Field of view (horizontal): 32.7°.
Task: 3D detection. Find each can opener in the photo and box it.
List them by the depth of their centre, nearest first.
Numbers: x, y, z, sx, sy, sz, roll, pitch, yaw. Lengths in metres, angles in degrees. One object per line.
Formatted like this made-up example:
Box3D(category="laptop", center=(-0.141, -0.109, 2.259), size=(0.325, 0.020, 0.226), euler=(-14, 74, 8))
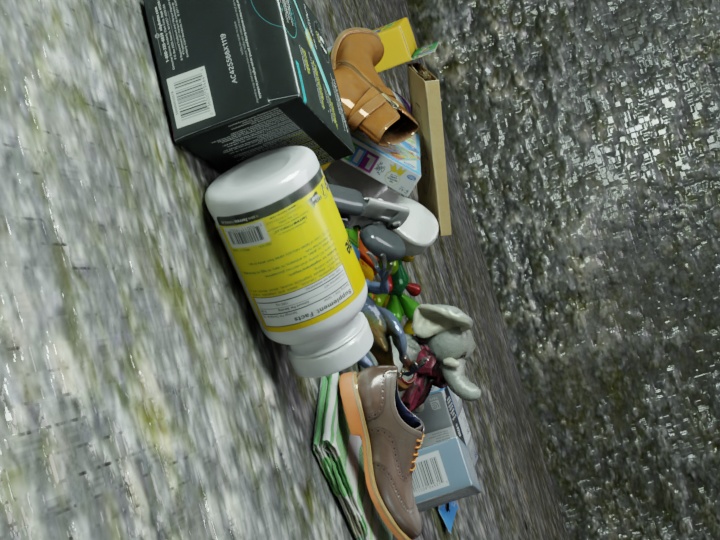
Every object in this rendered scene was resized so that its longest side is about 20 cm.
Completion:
Box3D(category="can opener", center=(-0.016, -0.061, 1.364), size=(0.199, 0.053, 0.067), euler=(14, 43, -43))

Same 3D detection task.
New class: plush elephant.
Box3D(category="plush elephant", center=(0.084, 0.122, 1.548), size=(0.165, 0.153, 0.202), euler=(44, 31, -67))

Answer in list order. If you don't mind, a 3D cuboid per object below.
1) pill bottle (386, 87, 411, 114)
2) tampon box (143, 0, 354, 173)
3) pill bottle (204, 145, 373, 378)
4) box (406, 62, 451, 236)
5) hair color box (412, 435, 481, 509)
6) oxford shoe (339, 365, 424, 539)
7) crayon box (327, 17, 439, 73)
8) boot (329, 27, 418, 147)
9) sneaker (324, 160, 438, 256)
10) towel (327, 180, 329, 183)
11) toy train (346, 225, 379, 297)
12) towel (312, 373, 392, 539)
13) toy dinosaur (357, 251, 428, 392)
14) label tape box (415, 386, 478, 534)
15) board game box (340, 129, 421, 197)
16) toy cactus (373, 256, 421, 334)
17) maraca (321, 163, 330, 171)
Box3D(category="pill bottle", center=(0.017, -0.201, 1.705), size=(0.200, 0.111, 0.114), euler=(-26, 98, -80))
Box3D(category="tampon box", center=(-0.102, -0.186, 1.185), size=(0.200, 0.125, 0.152), euler=(35, 40, -73))
Box3D(category="pill bottle", center=(-0.060, -0.005, 1.156), size=(0.113, 0.111, 0.202), euler=(-83, 153, -65))
Box3D(category="box", center=(0.090, -0.162, 1.612), size=(0.164, 0.021, 0.203), euler=(-111, -166, -72))
Box3D(category="hair color box", center=(0.086, 0.248, 1.463), size=(0.200, 0.098, 0.061), euler=(56, 16, -74))
Box3D(category="oxford shoe", center=(0.039, 0.199, 1.316), size=(0.071, 0.072, 0.202), euler=(-71, 143, -76))
Box3D(category="crayon box", center=(0.005, -0.295, 1.681), size=(0.126, 0.198, 0.052), euler=(-69, 140, -73))
Box3D(category="boot", center=(0.014, -0.222, 1.492), size=(0.155, 0.077, 0.200), euler=(35, 30, 17))
Box3D(category="sneaker", center=(0.007, -0.090, 1.582), size=(0.200, 0.075, 0.089), euler=(46, -26, 1))
Box3D(category="towel", center=(-0.028, -0.108, 1.663), size=(0.200, 0.034, 0.195), euler=(12, 61, -76))
Box3D(category="toy train", center=(0.000, 0.000, 1.509), size=(0.200, 0.084, 0.117), euler=(42, 43, -60))
Box3D(category="towel", center=(-0.003, 0.220, 1.322), size=(0.153, 0.023, 0.202), euler=(-87, 157, -62))
Box3D(category="toy dinosaur", center=(-0.013, 0.052, 1.386), size=(0.182, 0.104, 0.200), euler=(57, -14, 15))
Box3D(category="label tape box", center=(0.130, 0.265, 1.796), size=(0.143, 0.065, 0.202), euler=(-26, 97, -79))
Box3D(category="board game box", center=(-0.017, -0.178, 1.524), size=(0.199, 0.034, 0.135), euler=(29, 26, -12))
Box3D(category="toy cactus", center=(0.054, -0.005, 1.711), size=(0.200, 0.101, 0.167), euler=(46, 41, -64))
Box3D(category="maraca", center=(-0.076, -0.194, 1.356), size=(0.137, 0.106, 0.203), euler=(27, 53, -65))
